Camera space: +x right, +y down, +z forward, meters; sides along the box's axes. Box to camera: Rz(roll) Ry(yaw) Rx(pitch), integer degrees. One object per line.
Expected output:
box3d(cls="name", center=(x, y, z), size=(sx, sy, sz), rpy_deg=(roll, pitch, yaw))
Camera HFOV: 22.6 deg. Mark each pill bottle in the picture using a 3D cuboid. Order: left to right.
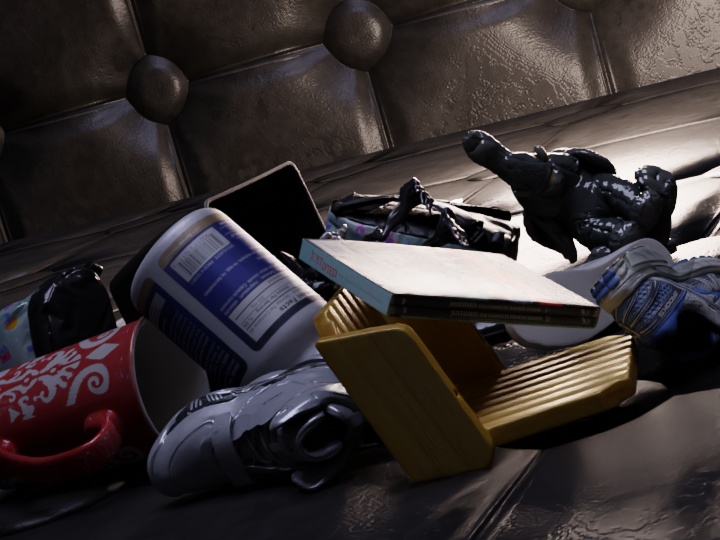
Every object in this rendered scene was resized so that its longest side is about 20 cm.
box3d(cls="pill bottle", center=(-0.094, 0.048, 1.563), size=(0.116, 0.200, 0.116), rpy_deg=(-45, -16, -17))

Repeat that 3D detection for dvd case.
box3d(cls="dvd case", center=(0.070, 0.010, 1.426), size=(0.199, 0.022, 0.146), rpy_deg=(5, 15, -33))

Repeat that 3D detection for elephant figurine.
box3d(cls="elephant figurine", center=(0.216, -0.077, 1.838), size=(0.200, 0.155, 0.141), rpy_deg=(27, 49, 24))

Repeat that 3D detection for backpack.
box3d(cls="backpack", center=(-0.330, 0.098, 1.815), size=(0.200, 0.167, 0.126), rpy_deg=(-25, -11, 41))
box3d(cls="backpack", center=(0.056, -0.013, 1.845), size=(0.199, 0.127, 0.167), rpy_deg=(10, 6, 9))

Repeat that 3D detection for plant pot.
box3d(cls="plant pot", center=(-0.139, 0.028, 1.886), size=(0.177, 0.200, 0.199), rpy_deg=(-24, 4, 30))

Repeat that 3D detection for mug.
box3d(cls="mug", center=(-0.263, 0.126, 1.629), size=(0.199, 0.134, 0.177), rpy_deg=(-16, -7, 23))

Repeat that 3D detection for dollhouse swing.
box3d(cls="dollhouse swing", center=(0.094, 0.051, 1.397), size=(0.176, 0.182, 0.200), rpy_deg=(-35, 4, 15))

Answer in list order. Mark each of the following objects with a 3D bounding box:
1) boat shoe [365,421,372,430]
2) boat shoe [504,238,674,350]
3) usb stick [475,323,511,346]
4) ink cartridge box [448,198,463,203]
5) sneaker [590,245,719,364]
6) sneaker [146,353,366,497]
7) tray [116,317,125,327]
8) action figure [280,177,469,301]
box3d(cls="boat shoe", center=(0.041, 0.084, 1.570), size=(0.073, 0.065, 0.200), rpy_deg=(-11, 11, 26))
box3d(cls="boat shoe", center=(0.201, 0.026, 1.655), size=(0.200, 0.072, 0.069), rpy_deg=(-31, -6, -34))
box3d(cls="usb stick", center=(0.094, 0.064, 1.707), size=(0.199, 0.033, 0.055), rpy_deg=(-16, 16, -3))
box3d(cls="ink cartridge box", center=(0.024, -0.011, 2.116), size=(0.199, 0.083, 0.147), rpy_deg=(-13, 10, 17))
box3d(cls="sneaker", center=(0.261, 0.040, 1.456), size=(0.200, 0.085, 0.077), rpy_deg=(4, -44, -52))
box3d(cls="sneaker", center=(-0.080, 0.135, 1.433), size=(0.199, 0.075, 0.115), rpy_deg=(-25, 16, 1))
box3d(cls="tray", center=(-0.270, 0.077, 2.051), size=(0.107, 0.022, 0.200), rpy_deg=(-14, 9, 19))
box3d(cls="action figure", center=(0.000, 0.000, 1.736), size=(0.200, 0.119, 0.102), rpy_deg=(-38, 16, 15))
